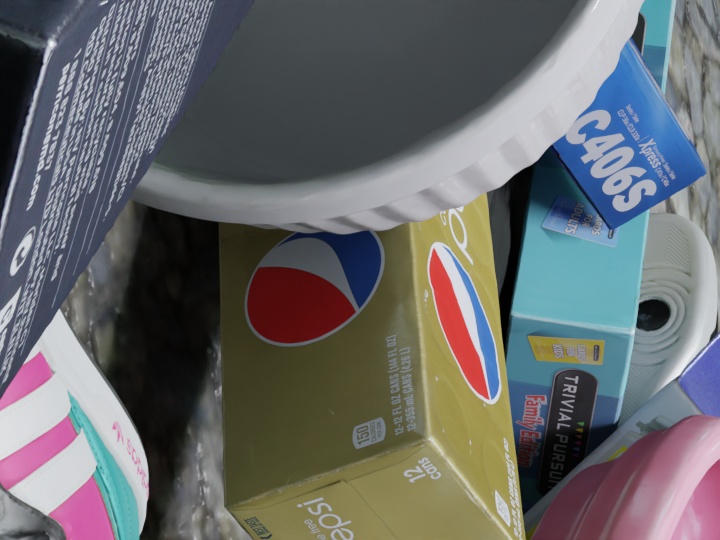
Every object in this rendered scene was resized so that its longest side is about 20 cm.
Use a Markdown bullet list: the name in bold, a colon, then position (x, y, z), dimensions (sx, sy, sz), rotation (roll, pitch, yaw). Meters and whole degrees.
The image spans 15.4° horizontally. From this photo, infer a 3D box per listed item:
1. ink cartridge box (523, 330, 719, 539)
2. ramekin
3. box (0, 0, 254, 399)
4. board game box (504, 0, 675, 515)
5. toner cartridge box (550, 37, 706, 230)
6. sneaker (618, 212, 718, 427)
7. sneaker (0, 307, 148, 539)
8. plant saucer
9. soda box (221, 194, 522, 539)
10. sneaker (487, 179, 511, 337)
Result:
- **ink cartridge box**: position (0.118, 0.147, 1.007), dimensions (0.200, 0.047, 0.198), rotation (-39, 130, -15)
- **ramekin**: position (-0.012, -0.103, 0.717), dimensions (0.105, 0.199, 0.201), rotation (39, 48, -73)
- **box**: position (-0.100, -0.077, 0.516), dimensions (0.200, 0.148, 0.105), rotation (-62, 174, -53)
- **board game box**: position (0.088, -0.017, 1.041), dimensions (0.151, 0.047, 0.201), rotation (92, 7, -55)
- **toner cartridge box**: position (0.052, -0.099, 0.883), dimensions (0.095, 0.043, 0.200), rotation (63, 9, 32)
- **sneaker**: position (0.116, 0.084, 1.132), dimensions (0.112, 0.073, 0.201), rotation (58, 42, -51)
- **sneaker**: position (-0.107, 0.057, 0.595), dimensions (0.200, 0.083, 0.121), rotation (57, 25, -49)
- **plant saucer**: position (0.083, 0.143, 0.869), dimensions (0.200, 0.051, 0.201), rotation (11, 90, -69)
- **soda box**: position (0.000, 0.000, 0.800), dimensions (0.068, 0.064, 0.200), rotation (53, 24, -43)
- **sneaker**: position (0.020, 0.010, 0.918), dimensions (0.200, 0.076, 0.091), rotation (-67, 151, -45)
